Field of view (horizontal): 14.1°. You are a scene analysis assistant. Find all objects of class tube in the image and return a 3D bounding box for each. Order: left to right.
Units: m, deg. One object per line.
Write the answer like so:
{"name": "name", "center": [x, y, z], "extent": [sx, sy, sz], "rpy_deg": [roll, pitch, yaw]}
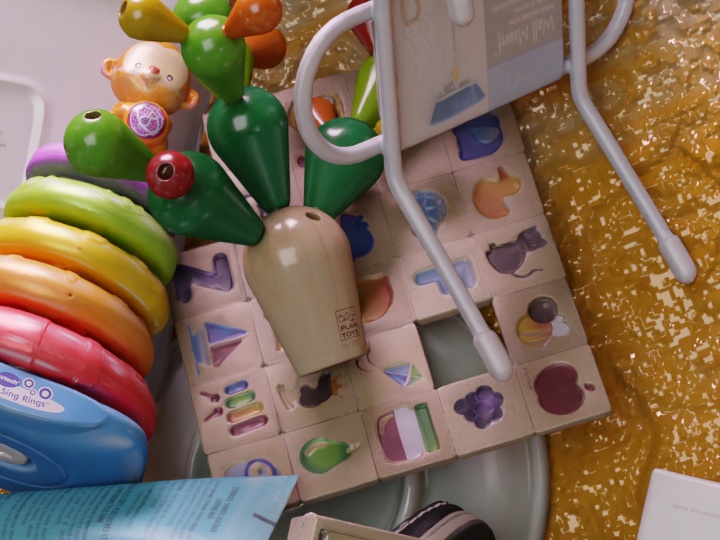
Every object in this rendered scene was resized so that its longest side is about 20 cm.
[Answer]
{"name": "tube", "center": [-0.128, 0.110, 1.179], "extent": [0.199, 0.078, 0.051], "rpy_deg": [-8, 116, 16]}

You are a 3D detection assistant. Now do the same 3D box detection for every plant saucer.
{"name": "plant saucer", "center": [-0.019, 0.093, 1.263], "extent": [0.199, 0.050, 0.201], "rpy_deg": [-2, 83, 19]}

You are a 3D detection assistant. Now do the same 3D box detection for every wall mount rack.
{"name": "wall mount rack", "center": [0.069, -0.062, 1.196], "extent": [0.074, 0.199, 0.175], "rpy_deg": [20, 124, 44]}

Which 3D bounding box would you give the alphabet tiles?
{"name": "alphabet tiles", "center": [0.000, 0.000, 1.244], "extent": [0.166, 0.008, 0.201], "rpy_deg": [-16, 58, 0]}

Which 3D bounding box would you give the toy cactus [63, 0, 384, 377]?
{"name": "toy cactus", "center": [-0.030, -0.042, 1.205], "extent": [0.102, 0.200, 0.166], "rpy_deg": [-21, 87, 33]}

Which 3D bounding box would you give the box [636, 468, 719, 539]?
{"name": "box", "center": [0.163, 0.192, 1.163], "extent": [0.124, 0.097, 0.201], "rpy_deg": [12, 86, 19]}

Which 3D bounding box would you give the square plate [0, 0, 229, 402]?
{"name": "square plate", "center": [-0.167, -0.055, 1.275], "extent": [0.199, 0.028, 0.199], "rpy_deg": [10, 83, -9]}

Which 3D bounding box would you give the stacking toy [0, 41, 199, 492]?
{"name": "stacking toy", "center": [-0.114, -0.012, 1.226], "extent": [0.116, 0.110, 0.201], "rpy_deg": [21, 68, 1]}

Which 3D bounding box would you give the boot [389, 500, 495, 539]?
{"name": "boot", "center": [-0.060, 0.137, 1.204], "extent": [0.203, 0.074, 0.154], "rpy_deg": [-42, 55, -10]}

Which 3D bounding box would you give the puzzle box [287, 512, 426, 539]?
{"name": "puzzle box", "center": [0.020, 0.204, 1.121], "extent": [0.132, 0.025, 0.201], "rpy_deg": [14, 77, -20]}
